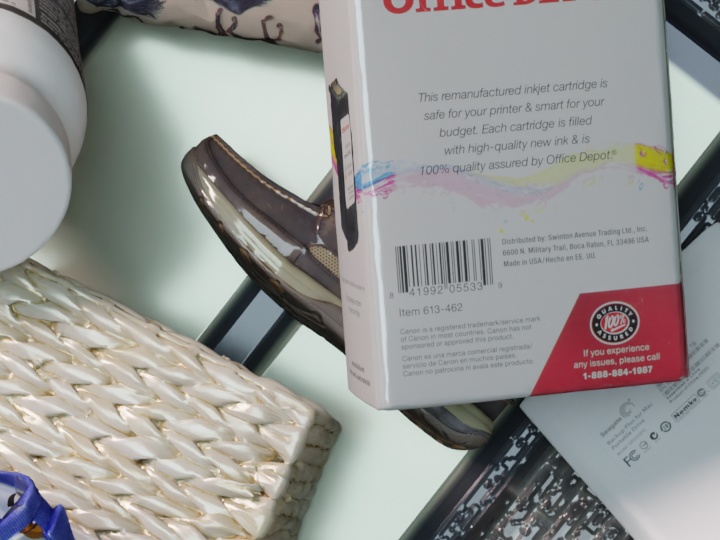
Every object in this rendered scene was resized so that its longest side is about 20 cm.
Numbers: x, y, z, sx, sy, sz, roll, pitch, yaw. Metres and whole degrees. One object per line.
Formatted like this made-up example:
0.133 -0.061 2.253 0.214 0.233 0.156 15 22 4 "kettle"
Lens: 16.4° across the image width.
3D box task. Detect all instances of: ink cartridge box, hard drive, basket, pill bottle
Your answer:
0.063 -0.047 1.128 0.145 0.083 0.202 -5 95 -11 "ink cartridge box"
0.183 0.089 1.160 0.132 0.026 0.200 -42 60 3 "hard drive"
-0.116 0.083 1.180 0.199 0.136 0.124 27 85 8 "basket"
-0.186 -0.090 1.156 0.115 0.200 0.117 -5 123 -7 "pill bottle"

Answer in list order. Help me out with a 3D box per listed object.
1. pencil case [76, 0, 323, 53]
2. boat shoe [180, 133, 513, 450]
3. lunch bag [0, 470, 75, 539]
-0.044 -0.151 1.214 0.199 0.090 0.078 10 124 8 "pencil case"
0.000 0.000 1.209 0.200 0.074 0.073 43 82 -1 "boat shoe"
-0.186 0.178 1.092 0.199 0.124 0.171 -13 118 26 "lunch bag"
